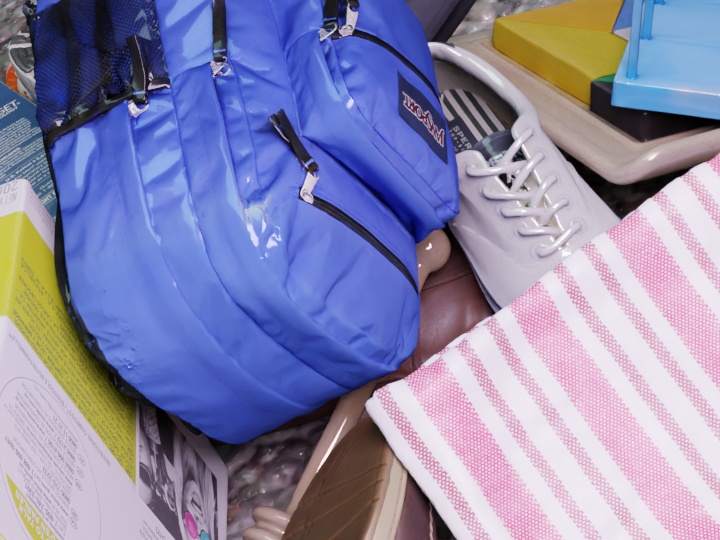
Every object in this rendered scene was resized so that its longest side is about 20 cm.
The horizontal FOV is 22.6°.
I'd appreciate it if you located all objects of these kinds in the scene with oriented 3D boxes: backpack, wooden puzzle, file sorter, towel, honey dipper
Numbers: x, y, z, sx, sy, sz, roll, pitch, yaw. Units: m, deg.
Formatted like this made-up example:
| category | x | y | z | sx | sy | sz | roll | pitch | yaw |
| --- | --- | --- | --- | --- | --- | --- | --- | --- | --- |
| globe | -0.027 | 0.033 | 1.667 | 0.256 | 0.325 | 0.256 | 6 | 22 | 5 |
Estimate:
| category | x | y | z | sx | sy | sz | roll | pitch | yaw |
| --- | --- | --- | --- | --- | --- | --- | --- | --- | --- |
| backpack | -0.048 | -0.041 | 0.773 | 0.168 | 0.162 | 0.200 | -25 | 53 | 25 |
| wooden puzzle | 0.152 | -0.106 | 0.904 | 0.185 | 0.037 | 0.200 | -16 | 29 | -25 |
| file sorter | 0.209 | -0.163 | 0.854 | 0.139 | 0.123 | 0.200 | 9 | 31 | 13 |
| towel | 0.120 | 0.054 | 0.726 | 0.200 | 0.030 | 0.146 | -34 | 74 | -10 |
| honey dipper | -0.007 | 0.065 | 0.807 | 0.038 | 0.038 | 0.200 | 12 | 68 | 40 |

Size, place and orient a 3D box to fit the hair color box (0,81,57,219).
| category | x | y | z | sx | sy | sz | roll | pitch | yaw |
| --- | --- | --- | --- | --- | --- | --- | --- | --- | --- |
| hair color box | -0.171 | -0.034 | 0.961 | 0.061 | 0.100 | 0.200 | -38 | 39 | -17 |

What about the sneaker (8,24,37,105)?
| category | x | y | z | sx | sy | sz | roll | pitch | yaw |
| --- | --- | --- | --- | --- | --- | --- | --- | --- | --- |
| sneaker | -0.109 | -0.065 | 0.984 | 0.078 | 0.090 | 0.200 | -36 | 58 | -19 |

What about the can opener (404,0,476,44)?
| category | x | y | z | sx | sy | sz | roll | pitch | yaw |
| --- | --- | --- | --- | --- | --- | --- | --- | --- | --- |
| can opener | 0.004 | -0.096 | 0.901 | 0.063 | 0.079 | 0.200 | -53 | 6 | -38 |

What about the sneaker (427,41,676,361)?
| category | x | y | z | sx | sy | sz | roll | pitch | yaw |
| --- | --- | --- | --- | --- | --- | --- | --- | --- | --- |
| sneaker | 0.070 | -0.028 | 0.805 | 0.073 | 0.071 | 0.200 | -36 | 52 | -6 |

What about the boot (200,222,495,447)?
| category | x | y | z | sx | sy | sz | roll | pitch | yaw |
| --- | --- | --- | --- | --- | --- | --- | --- | --- | --- |
| boot | 0.000 | 0.000 | 0.908 | 0.200 | 0.064 | 0.186 | -15 | 38 | 19 |

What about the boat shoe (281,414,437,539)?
| category | x | y | z | sx | sy | sz | roll | pitch | yaw |
| --- | --- | --- | --- | --- | --- | --- | --- | --- | --- |
| boat shoe | 0.009 | 0.147 | 0.722 | 0.072 | 0.072 | 0.200 | -38 | 31 | 36 |

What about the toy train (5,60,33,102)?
| category | x | y | z | sx | sy | sz | roll | pitch | yaw |
| --- | --- | --- | --- | --- | --- | --- | --- | --- | --- |
| toy train | -0.207 | -0.094 | 1.148 | 0.200 | 0.056 | 0.150 | -37 | 37 | -14 |

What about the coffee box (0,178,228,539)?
| category | x | y | z | sx | sy | sz | roll | pitch | yaw |
| --- | --- | --- | --- | --- | --- | --- | --- | --- | --- |
| coffee box | -0.188 | 0.119 | 0.762 | 0.200 | 0.200 | 0.198 | -19 | 37 | 12 |
